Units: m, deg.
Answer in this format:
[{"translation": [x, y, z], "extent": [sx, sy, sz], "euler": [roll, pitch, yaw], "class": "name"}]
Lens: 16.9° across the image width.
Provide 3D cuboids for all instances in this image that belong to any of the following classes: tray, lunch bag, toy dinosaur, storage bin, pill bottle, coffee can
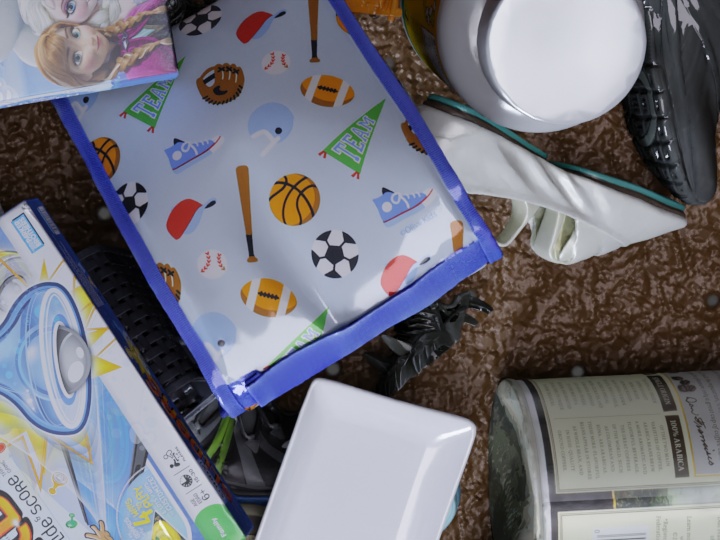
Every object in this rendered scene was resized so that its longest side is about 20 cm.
[{"translation": [-0.014, 0.164, 1.375], "extent": [0.107, 0.022, 0.200], "euler": [17, 96, -20], "class": "tray"}, {"translation": [-0.040, -0.037, 1.263], "extent": [0.170, 0.200, 0.124], "euler": [-32, 146, -1], "class": "lunch bag"}, {"translation": [0.000, 0.000, 1.391], "extent": [0.200, 0.102, 0.136], "euler": [-40, 86, 10], "class": "toy dinosaur"}, {"translation": [-0.181, 0.083, 1.317], "extent": [0.200, 0.135, 0.094], "euler": [-39, 82, 6], "class": "storage bin"}, {"translation": [0.090, -0.137, 1.311], "extent": [0.113, 0.200, 0.113], "euler": [-2, 104, -7], "class": "pill bottle"}, {"translation": [0.185, 0.130, 1.418], "extent": [0.200, 0.146, 0.146], "euler": [-2, 104, -7], "class": "coffee can"}]

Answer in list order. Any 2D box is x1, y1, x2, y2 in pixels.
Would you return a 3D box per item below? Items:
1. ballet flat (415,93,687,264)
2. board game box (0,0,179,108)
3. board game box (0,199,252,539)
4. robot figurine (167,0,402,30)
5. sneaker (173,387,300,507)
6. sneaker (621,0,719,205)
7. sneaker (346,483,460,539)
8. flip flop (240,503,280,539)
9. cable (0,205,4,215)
[{"translation": [0.100, -0.040, 1.384], "extent": [0.200, 0.069, 0.069], "euler": [21, 101, -35], "class": "ballet flat"}, {"translation": [-0.205, -0.178, 1.205], "extent": [0.199, 0.043, 0.200], "euler": [-11, 91, -6], "class": "board game box"}, {"translation": [-0.165, 0.084, 1.217], "extent": [0.135, 0.034, 0.200], "euler": [-34, 91, 6], "class": "board game box"}, {"translation": [-0.058, -0.195, 1.311], "extent": [0.200, 0.058, 0.145], "euler": [4, 104, -35], "class": "robot figurine"}, {"translation": [-0.084, 0.089, 1.409], "extent": [0.199, 0.071, 0.083], "euler": [4, 109, -6], "class": "sneaker"}, {"translation": [0.194, -0.136, 1.394], "extent": [0.091, 0.076, 0.200], "euler": [-12, 107, -11], "class": "sneaker"}, {"translation": [-0.032, 0.161, 1.429], "extent": [0.200, 0.082, 0.074], "euler": [-31, 105, 1], "class": "sneaker"}, {"translation": [-0.140, 0.162, 1.413], "extent": [0.200, 0.058, 0.081], "euler": [-18, 151, 18], "class": "flip flop"}, {"translation": [-0.295, 0.000, 1.326], "extent": [0.200, 0.069, 0.200], "euler": [-29, 124, 18], "class": "cable"}]
